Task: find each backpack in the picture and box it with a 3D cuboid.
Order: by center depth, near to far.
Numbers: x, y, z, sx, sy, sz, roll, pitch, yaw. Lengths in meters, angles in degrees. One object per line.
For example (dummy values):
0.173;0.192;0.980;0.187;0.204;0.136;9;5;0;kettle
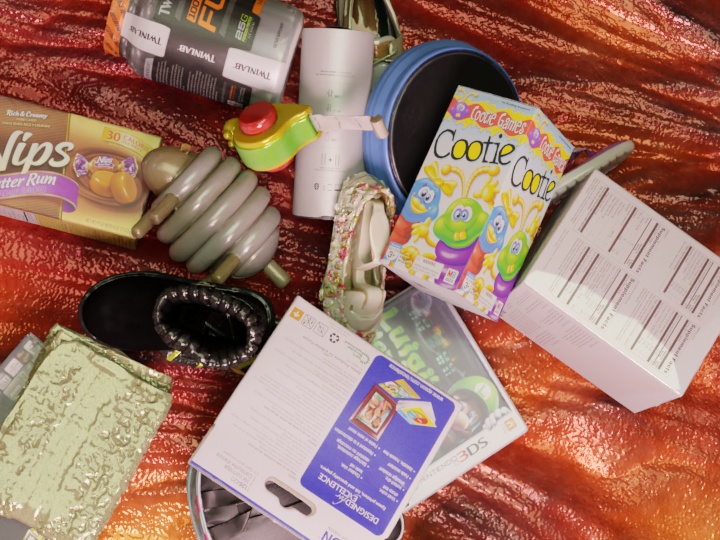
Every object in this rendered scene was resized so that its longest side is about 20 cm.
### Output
-0.075;0.220;1.416;0.197;0.150;0.180;-16;88;-21;backpack

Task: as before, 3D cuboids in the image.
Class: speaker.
-0.029;-0.157;1.511;0.080;0.081;0.203;2;95;-7;speaker

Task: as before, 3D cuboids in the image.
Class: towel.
-0.286;0.169;1.414;0.147;0.037;0.202;27;74;-4;towel

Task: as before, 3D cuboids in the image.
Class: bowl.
0.095;-0.146;1.524;0.198;0.039;0.204;-6;102;-32;bowl

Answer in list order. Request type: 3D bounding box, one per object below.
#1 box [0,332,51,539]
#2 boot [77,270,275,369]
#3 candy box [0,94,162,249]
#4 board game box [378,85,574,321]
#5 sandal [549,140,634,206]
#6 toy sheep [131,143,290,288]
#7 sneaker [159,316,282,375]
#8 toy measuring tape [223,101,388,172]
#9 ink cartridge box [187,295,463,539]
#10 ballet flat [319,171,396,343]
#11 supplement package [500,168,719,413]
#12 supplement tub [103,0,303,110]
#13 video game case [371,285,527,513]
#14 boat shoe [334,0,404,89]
-0.340;0.192;1.443;0.161;0.049;0.201;39;75;3;box
-0.186;0.046;1.356;0.208;0.158;0.081;-1;95;6;boot
-0.319;-0.106;1.503;0.197;0.056;0.118;15;77;-6;candy box
0.121;-0.069;1.453;0.102;0.105;0.202;20;83;35;board game box
0.215;-0.105;1.557;0.201;0.082;0.050;-29;83;-15;sandal
-0.151;-0.051;1.479;0.138;0.138;0.200;-46;103;-14;toy sheep
-0.113;0.074;1.476;0.197;0.076;0.076;17;97;-2;sneaker
-0.067;-0.133;1.446;0.198;0.073;0.075;7;74;35;toy measuring tape
-0.033;0.158;1.346;0.196;0.047;0.201;33;68;2;ink cartridge box
0.000;0.000;1.466;0.075;0.064;0.203;-1;98;-33;ballet flat
0.272;0.026;1.505;0.199;0.152;0.152;35;76;1;supplement package
-0.168;-0.251;1.518;0.197;0.123;0.124;17;77;-4;supplement tub
0.055;0.134;1.520;0.180;0.023;0.202;-31;84;-13;video game case
0.013;-0.237;1.567;0.074;0.068;0.203;-15;81;-10;boat shoe
